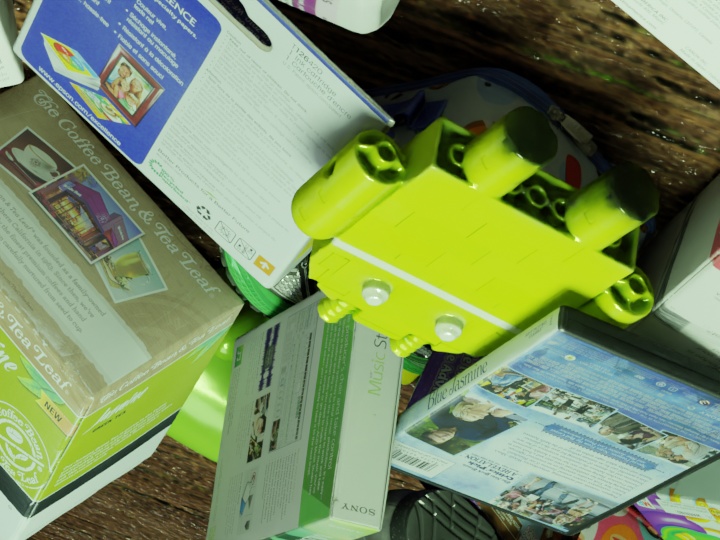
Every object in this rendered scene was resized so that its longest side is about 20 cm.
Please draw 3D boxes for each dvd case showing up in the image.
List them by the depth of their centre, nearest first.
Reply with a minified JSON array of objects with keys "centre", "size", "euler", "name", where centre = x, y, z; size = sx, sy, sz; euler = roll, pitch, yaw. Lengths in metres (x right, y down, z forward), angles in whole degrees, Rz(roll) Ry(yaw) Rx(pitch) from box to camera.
[{"centre":[0.110,0.085,1.197],"size":[0.142,0.018,0.200],"euler":[22,147,-22],"name":"dvd case"}]

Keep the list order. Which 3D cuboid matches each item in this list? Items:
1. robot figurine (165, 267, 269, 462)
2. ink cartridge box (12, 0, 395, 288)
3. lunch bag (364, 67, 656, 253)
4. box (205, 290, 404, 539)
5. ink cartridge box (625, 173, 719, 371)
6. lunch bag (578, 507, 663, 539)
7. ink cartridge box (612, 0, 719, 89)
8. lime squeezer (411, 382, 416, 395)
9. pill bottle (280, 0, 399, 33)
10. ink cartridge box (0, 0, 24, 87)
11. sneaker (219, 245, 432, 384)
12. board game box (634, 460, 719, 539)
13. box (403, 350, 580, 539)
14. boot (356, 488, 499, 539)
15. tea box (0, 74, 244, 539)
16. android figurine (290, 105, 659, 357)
[{"centre":[-0.094,0.065,1.519],"size":[0.200,0.116,0.175],"euler":[31,157,-13],"name":"robot figurine"},{"centre":[-0.077,-0.106,1.160],"size":[0.198,0.047,0.200],"euler":[44,145,2],"name":"ink cartridge box"},{"centre":[0.054,-0.040,1.209],"size":[0.160,0.076,0.200],"euler":[43,151,-27],"name":"lunch bag"},{"centre":[-0.033,0.090,1.292],"size":[0.036,0.145,0.200],"euler":[14,162,-20],"name":"box"},{"centre":[0.228,0.014,1.137],"size":[0.146,0.083,0.200],"euler":[27,156,-5],"name":"ink cartridge box"},{"centre":[0.137,0.207,1.645],"size":[0.200,0.082,0.176],"euler":[40,156,-28],"name":"lunch bag"},{"centre":[0.174,-0.148,0.906],"size":[0.161,0.050,0.200],"euler":[36,150,-23],"name":"ink cartridge box"},{"centre":[0.016,0.056,1.481],"size":[0.070,0.038,0.200],"euler":[-8,139,26],"name":"lime squeezer"},{"centre":[-0.063,-0.189,0.963],"size":[0.199,0.113,0.112],"euler":[23,157,4],"name":"pill bottle"},{"centre":[-0.260,-0.168,1.198],"size":[0.117,0.068,0.200],"euler":[-12,152,0],"name":"ink cartridge box"},{"centre":[0.000,0.000,1.362],"size":[0.200,0.078,0.085],"euler":[28,151,-30],"name":"sneaker"},{"centre":[0.256,0.143,1.353],"size":[0.103,0.105,0.200],"euler":[5,149,40],"name":"board game box"},{"centre":[0.095,0.098,1.375],"size":[0.039,0.137,0.200],"euler":[10,153,32],"name":"box"},{"centre":[0.052,0.193,1.380],"size":[0.131,0.070,0.200],"euler":[-1,134,52],"name":"boot"},{"centre":[-0.208,0.027,1.388],"size":[0.200,0.133,0.197],"euler":[47,139,12],"name":"tea box"},{"centre":[0.052,-0.010,1.116],"size":[0.182,0.041,0.200],"euler":[27,143,-23],"name":"android figurine"}]
